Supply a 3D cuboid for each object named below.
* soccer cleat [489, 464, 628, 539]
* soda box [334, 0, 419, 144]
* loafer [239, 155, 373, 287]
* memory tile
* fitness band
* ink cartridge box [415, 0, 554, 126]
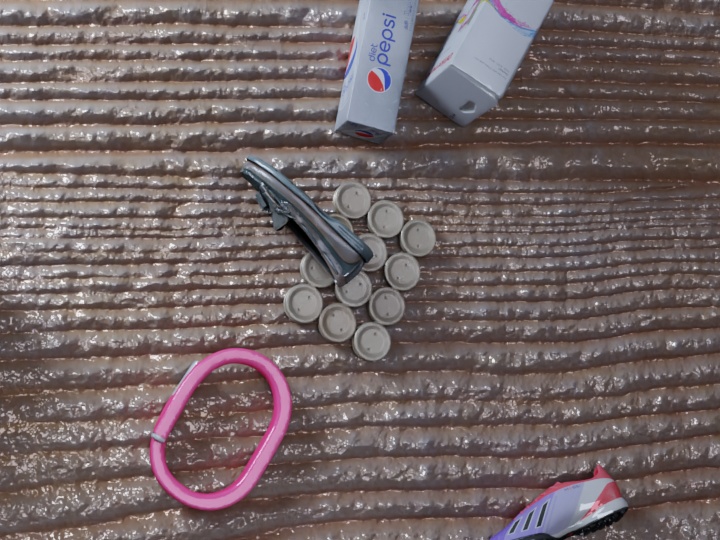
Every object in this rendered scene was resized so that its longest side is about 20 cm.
[{"bbox_3d":[0.243,0.313,1.600,0.198,0.068,0.074,-18,64,-14],"label":"soccer cleat"},{"bbox_3d":[0.022,-0.271,1.613,0.068,0.063,0.202,13,79,-15],"label":"soda box"},{"bbox_3d":[-0.077,-0.061,1.544,0.200,0.072,0.063,39,83,4],"label":"loafer"},{"bbox_3d":[0.000,0.000,1.593,0.152,0.017,0.201,28,76,-10],"label":"memory tile"},{"bbox_3d":[-0.167,0.190,1.507,0.143,0.037,0.201,33,76,-9],"label":"fitness band"},{"bbox_3d":[0.168,-0.303,1.617,0.084,0.144,0.201,30,75,-10],"label":"ink cartridge box"}]
